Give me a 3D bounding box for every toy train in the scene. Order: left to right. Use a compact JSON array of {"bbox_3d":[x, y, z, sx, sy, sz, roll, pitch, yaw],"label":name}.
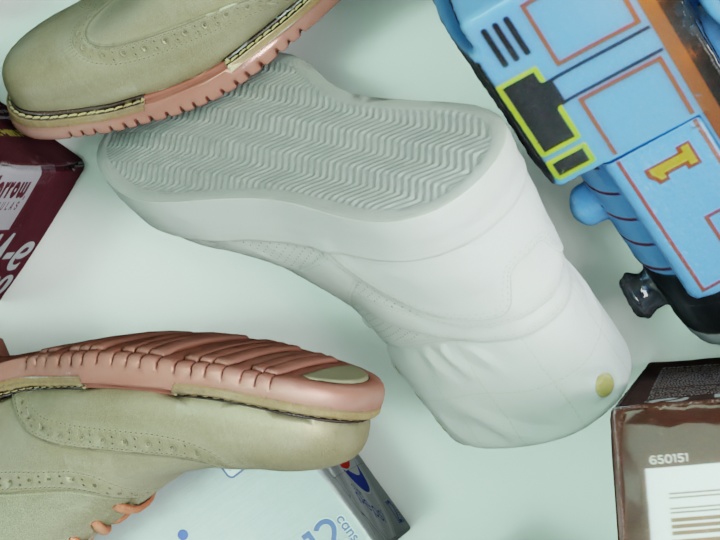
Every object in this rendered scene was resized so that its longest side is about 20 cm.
[{"bbox_3d":[0.104,-0.054,0.852,0.114,0.087,0.200,-27,130,13],"label":"toy train"}]

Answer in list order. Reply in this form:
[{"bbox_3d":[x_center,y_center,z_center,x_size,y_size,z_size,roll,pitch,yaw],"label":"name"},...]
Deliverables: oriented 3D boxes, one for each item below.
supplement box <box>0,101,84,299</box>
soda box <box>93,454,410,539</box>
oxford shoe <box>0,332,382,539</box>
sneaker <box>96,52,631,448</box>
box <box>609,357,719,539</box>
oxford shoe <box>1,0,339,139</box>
[{"bbox_3d":[-0.195,-0.066,0.932,0.200,0.109,0.061,34,97,8],"label":"supplement box"},{"bbox_3d":[-0.083,0.120,0.937,0.200,0.068,0.064,-38,85,8],"label":"soda box"},{"bbox_3d":[-0.083,0.057,0.877,0.199,0.071,0.074,-2,90,29],"label":"oxford shoe"},{"bbox_3d":[0.000,0.000,0.898,0.074,0.200,0.116,-44,122,-17],"label":"sneaker"},{"bbox_3d":[0.115,0.079,0.838,0.075,0.200,0.101,-5,91,7],"label":"box"},{"bbox_3d":[-0.037,-0.110,0.908,0.199,0.071,0.074,-29,122,13],"label":"oxford shoe"}]
